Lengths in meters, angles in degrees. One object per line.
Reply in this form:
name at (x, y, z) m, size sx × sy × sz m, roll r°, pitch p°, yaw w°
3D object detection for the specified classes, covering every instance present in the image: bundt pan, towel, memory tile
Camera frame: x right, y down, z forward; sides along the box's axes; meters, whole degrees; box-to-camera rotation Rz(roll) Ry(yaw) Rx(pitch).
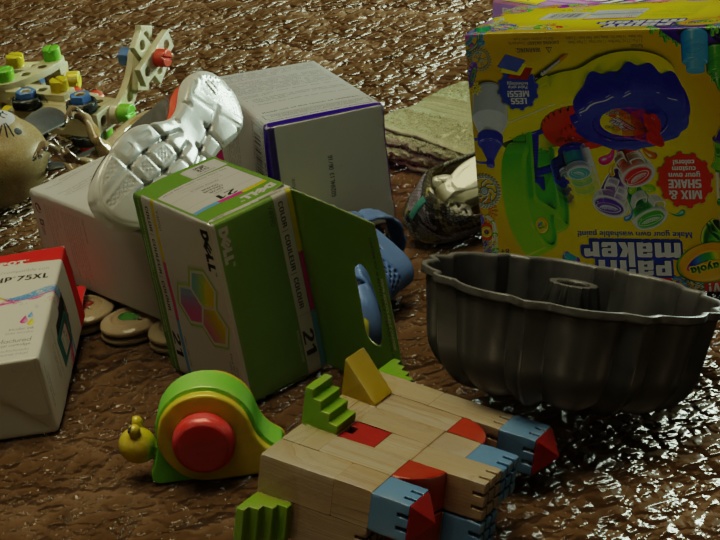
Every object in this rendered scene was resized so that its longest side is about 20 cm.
bundt pan at (0.134, 0.044, 1.444) m, size 0.202 × 0.076 × 0.202 m, roll 7°, pitch 10°, yaw -1°
towel at (0.111, -0.122, 1.912) m, size 0.148 × 0.037 × 0.200 m, roll -29°, pitch 30°, yaw -36°
memory tile at (-0.132, 0.008, 1.751) m, size 0.153 × 0.017 × 0.200 m, roll 9°, pitch 31°, yaw 36°

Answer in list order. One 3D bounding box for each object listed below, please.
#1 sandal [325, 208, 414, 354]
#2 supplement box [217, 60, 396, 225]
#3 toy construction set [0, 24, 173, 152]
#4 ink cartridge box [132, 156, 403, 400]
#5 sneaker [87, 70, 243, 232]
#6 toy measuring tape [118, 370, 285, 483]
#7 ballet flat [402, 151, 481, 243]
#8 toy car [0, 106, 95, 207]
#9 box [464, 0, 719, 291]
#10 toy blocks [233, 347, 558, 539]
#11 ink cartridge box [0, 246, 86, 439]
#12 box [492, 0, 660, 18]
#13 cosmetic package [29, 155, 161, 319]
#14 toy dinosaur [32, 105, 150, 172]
sandal at (0.000, 0.000, 1.650) m, size 0.087 × 0.080 × 0.200 m, roll 1°, pitch 27°, yaw -8°
supplement box at (-0.052, -0.101, 1.830) m, size 0.103 × 0.101 × 0.200 m, roll -13°, pitch 20°, yaw -16°
toy construction set at (-0.270, -0.172, 2.122) m, size 0.200 × 0.092 × 0.131 m, roll -8°, pitch 22°, yaw 32°
ink cartridge box at (-0.063, 0.018, 1.542) m, size 0.076 × 0.148 × 0.200 m, roll -26°, pitch 28°, yaw -29°
sneaker at (-0.159, -0.078, 1.682) m, size 0.082 × 0.077 × 0.200 m, roll -27°, pitch 13°, yaw 35°
toy measuring tape at (-0.065, 0.096, 1.469) m, size 0.200 × 0.074 × 0.074 m, roll -9°, pitch 24°, yaw 5°
ballet flat at (0.128, -0.079, 1.768) m, size 0.200 × 0.072 × 0.072 m, roll -23°, pitch 27°, yaw -22°
toy car at (-0.331, -0.115, 1.962) m, size 0.200 × 0.158 × 0.164 m, roll -12°, pitch 34°, yaw -32°
box at (0.196, -0.092, 1.607) m, size 0.200 × 0.193 × 0.122 m, roll 0°, pitch 16°, yaw 24°
toy blocks at (0.033, 0.127, 1.354) m, size 0.137 × 0.100 × 0.200 m, roll 17°, pitch 25°, yaw 24°
ink cartridge box at (-0.274, 0.046, 1.645) m, size 0.116 × 0.067 × 0.200 m, roll -9°, pitch 30°, yaw 5°
box at (0.236, -0.191, 1.882) m, size 0.176 × 0.097 × 0.200 m, roll 14°, pitch 24°, yaw 34°
cosmetic package at (-0.157, -0.030, 1.729) m, size 0.113 × 0.081 × 0.200 m, roll -26°, pitch 30°, yaw -30°
toy dinosaur at (-0.227, -0.092, 1.919) m, size 0.058 × 0.101 × 0.200 m, roll -39°, pitch 29°, yaw 25°
